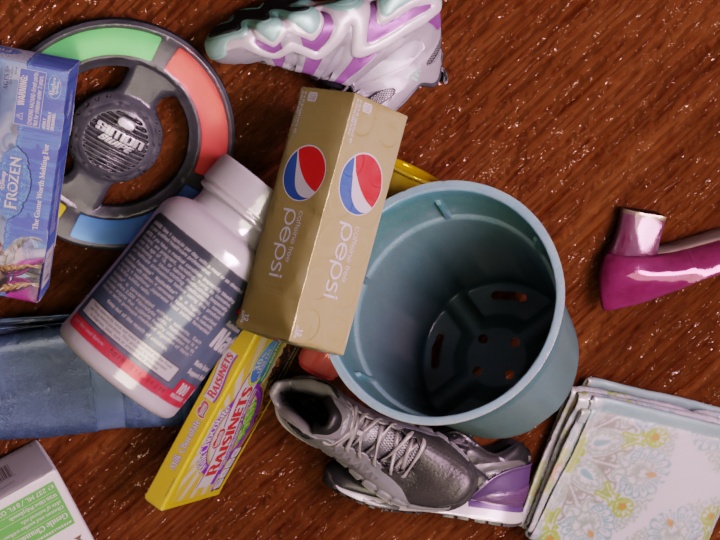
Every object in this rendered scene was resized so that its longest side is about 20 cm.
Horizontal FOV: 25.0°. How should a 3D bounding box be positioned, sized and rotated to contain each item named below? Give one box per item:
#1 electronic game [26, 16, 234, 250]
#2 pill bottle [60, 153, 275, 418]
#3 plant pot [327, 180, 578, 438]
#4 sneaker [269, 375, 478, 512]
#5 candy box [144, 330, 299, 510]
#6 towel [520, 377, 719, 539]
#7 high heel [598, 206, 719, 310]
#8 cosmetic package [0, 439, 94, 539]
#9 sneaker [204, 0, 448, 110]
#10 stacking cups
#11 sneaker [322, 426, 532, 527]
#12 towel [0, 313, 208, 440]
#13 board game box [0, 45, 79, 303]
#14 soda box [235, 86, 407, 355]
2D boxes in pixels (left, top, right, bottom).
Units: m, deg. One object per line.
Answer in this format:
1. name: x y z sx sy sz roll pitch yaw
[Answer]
1. electronic game: -0.203 -0.111 1.343 0.200 0.042 0.200 -4 112 -9
2. pill bottle: -0.139 0.009 1.326 0.120 0.120 0.200 40 88 -22
3. plant pot: 0.092 0.052 1.363 0.200 0.200 0.196 -37 155 5
4. sneaker: 0.004 0.150 1.405 0.200 0.115 0.075 24 84 13
5. candy box: -0.113 0.118 1.428 0.026 0.102 0.200 35 106 23
6. towel: 0.264 0.198 1.561 0.200 0.048 0.171 14 111 -16
7. high heel: 0.318 0.006 1.480 0.200 0.067 0.096 12 99 0
8. cosmetic package: -0.284 0.267 1.447 0.108 0.085 0.200 -30 113 -14
9. sneaker: -0.020 -0.159 1.340 0.200 0.078 0.140 -14 113 -5
10. stacking cups: 0.000 0.000 1.409 0.060 0.061 0.200 24 101 -19
11. sneaker: 0.063 0.179 1.509 0.200 0.076 0.088 9 95 -19
12. towel: -0.231 0.089 1.415 0.200 0.049 0.112 -5 113 -10
13. board game box: -0.339 -0.089 1.302 0.199 0.043 0.200 11 110 -1
14. soda box: -0.030 -0.039 1.278 0.068 0.064 0.200 18 85 -47
